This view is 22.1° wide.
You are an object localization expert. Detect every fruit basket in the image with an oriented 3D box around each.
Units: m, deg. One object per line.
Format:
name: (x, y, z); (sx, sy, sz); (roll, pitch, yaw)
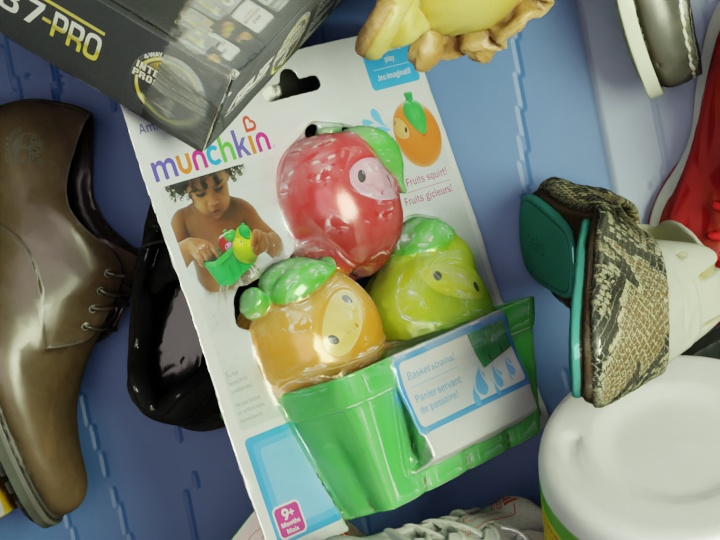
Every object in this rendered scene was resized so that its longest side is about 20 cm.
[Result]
fruit basket: (0.000, 0.000, 0.794); (0.093, 0.185, 0.201); (-10, 96, 45)

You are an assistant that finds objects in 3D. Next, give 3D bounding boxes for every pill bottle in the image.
pill bottle: (0.136, 0.144, 0.776); (0.110, 0.111, 0.201); (-5, 127, 6)

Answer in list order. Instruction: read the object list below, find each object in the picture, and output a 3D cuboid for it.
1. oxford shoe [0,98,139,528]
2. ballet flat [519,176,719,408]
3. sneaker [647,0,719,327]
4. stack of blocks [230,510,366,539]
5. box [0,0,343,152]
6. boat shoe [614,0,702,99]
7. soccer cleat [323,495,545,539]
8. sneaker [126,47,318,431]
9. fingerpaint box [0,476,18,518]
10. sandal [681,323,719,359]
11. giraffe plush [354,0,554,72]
oxford shoe: (-0.141, 0.019, 0.855); (0.084, 0.073, 0.201); (-5, 92, 4)
ballet flat: (0.112, 0.001, 0.767); (0.075, 0.200, 0.068); (-1, 106, -1)
sneaker: (0.168, -0.034, 0.798); (0.078, 0.116, 0.201); (4, 93, 5)
stack of blocks: (-0.079, 0.193, 0.834); (0.059, 0.115, 0.200); (39, 95, 3)
box: (-0.084, -0.152, 0.786); (0.161, 0.200, 0.049); (33, 132, 4)
boat shoe: (0.133, -0.180, 0.818); (0.060, 0.072, 0.202); (-10, 89, 10)
soccer cleat: (0.043, 0.130, 0.789); (0.068, 0.200, 0.085); (25, 82, 34)
sneaker: (-0.064, -0.023, 0.835); (0.075, 0.091, 0.201); (7, 92, 11)
fingerpaint box: (-0.239, 0.039, 0.817); (0.073, 0.167, 0.201); (-26, 90, 4)
sandal: (0.198, 0.045, 0.786); (0.200, 0.048, 0.075); (-31, 121, 21)
giraffe plush: (0.048, -0.169, 0.740); (0.172, 0.200, 0.163); (3, 126, -31)
